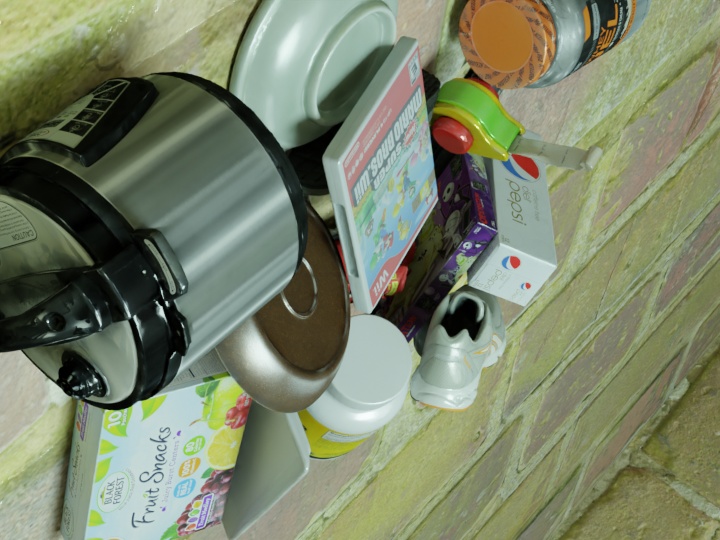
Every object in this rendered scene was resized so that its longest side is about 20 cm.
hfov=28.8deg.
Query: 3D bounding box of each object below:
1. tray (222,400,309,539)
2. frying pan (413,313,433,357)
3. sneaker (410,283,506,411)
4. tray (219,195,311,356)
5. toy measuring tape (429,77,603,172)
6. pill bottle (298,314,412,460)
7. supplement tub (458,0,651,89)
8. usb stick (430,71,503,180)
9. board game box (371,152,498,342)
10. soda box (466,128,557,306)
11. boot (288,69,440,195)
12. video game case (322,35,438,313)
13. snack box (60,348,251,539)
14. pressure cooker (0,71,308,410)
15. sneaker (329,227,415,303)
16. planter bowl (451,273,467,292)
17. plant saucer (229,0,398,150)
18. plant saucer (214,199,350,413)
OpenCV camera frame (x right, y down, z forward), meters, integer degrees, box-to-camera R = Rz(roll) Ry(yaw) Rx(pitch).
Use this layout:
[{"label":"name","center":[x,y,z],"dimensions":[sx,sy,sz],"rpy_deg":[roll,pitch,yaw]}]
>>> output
[{"label":"tray","center":[-0.093,0.157,1.229],"dimensions":[0.022,0.108,0.200],"rpy_deg":[-12,159,-31]},{"label":"frying pan","center":[0.076,0.007,1.436],"dimensions":[0.115,0.031,0.191],"rpy_deg":[-73,168,-58]},{"label":"sneaker","center":[0.104,0.050,1.337],"dimensions":[0.200,0.075,0.093],"rpy_deg":[-62,165,-60]},{"label":"tray","center":[-0.085,-0.006,1.160],"dimensions":[0.022,0.108,0.200],"rpy_deg":[-18,-174,30]},{"label":"toy measuring tape","center":[0.127,-0.137,1.297],"dimensions":[0.073,0.199,0.074],"rpy_deg":[-23,122,-45]},{"label":"pill bottle","center":[-0.019,0.111,1.353],"dimensions":[0.112,0.112,0.200],"rpy_deg":[-46,178,-25]},{"label":"supplement tub","center":[0.186,-0.250,1.349],"dimensions":[0.200,0.122,0.123],"rpy_deg":[-34,150,-44]},{"label":"usb stick","center":[0.112,-0.165,1.433],"dimensions":[0.201,0.032,0.055],"rpy_deg":[-55,158,-4]},{"label":"board game box","center":[0.066,-0.014,1.397],"dimensions":[0.200,0.032,0.121],"rpy_deg":[-54,-157,34]},{"label":"soda box","center":[0.145,-0.063,1.396],"dimensions":[0.064,0.068,0.201],"rpy_deg":[-55,-157,39]},{"label":"boot","center":[0.006,-0.087,1.263],"dimensions":[0.200,0.067,0.131],"rpy_deg":[-41,152,-39]},{"label":"video game case","center":[0.021,-0.076,1.180],"dimensions":[0.144,0.017,0.201],"rpy_deg":[-59,155,-30]},{"label":"snack box","center":[-0.174,0.155,1.191],"dimensions":[0.141,0.053,0.201],"rpy_deg":[-12,136,-31]},{"label":"pressure cooker","center":[-0.150,-0.012,0.885],"dimensions":[0.200,0.178,0.177],"rpy_deg":[-41,157,-36]},{"label":"sneaker","center":[0.000,0.000,1.316],"dimensions":[0.200,0.084,0.078],"rpy_deg":[-47,155,-57]},{"label":"planter bowl","center":[0.101,0.001,1.570],"dimensions":[0.201,0.083,0.201],"rpy_deg":[-47,158,-26]},{"label":"plant saucer","center":[-0.022,-0.172,1.111],"dimensions":[0.200,0.050,0.201],"rpy_deg":[-45,157,-26]},{"label":"plant saucer","center":[-0.061,0.014,1.137],"dimensions":[0.200,0.032,0.202],"rpy_deg":[31,52,-52]}]
